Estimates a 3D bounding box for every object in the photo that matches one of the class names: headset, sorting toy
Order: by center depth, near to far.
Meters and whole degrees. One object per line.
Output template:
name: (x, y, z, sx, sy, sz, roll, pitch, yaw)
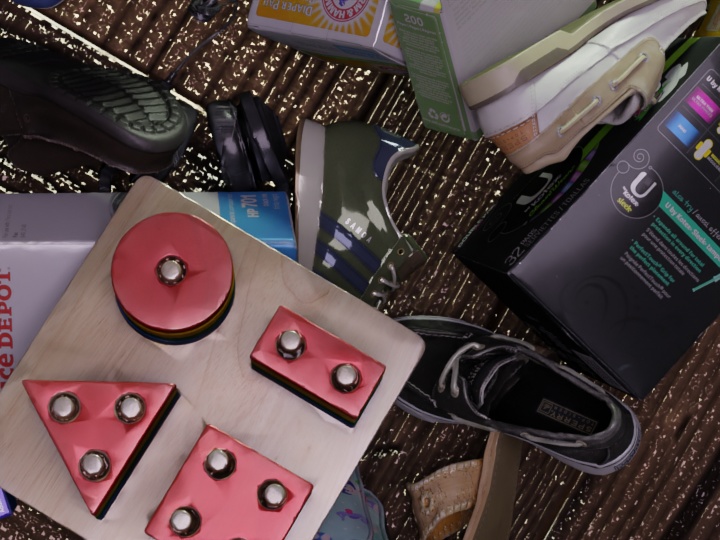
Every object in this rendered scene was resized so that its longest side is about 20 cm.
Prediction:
sorting toy: (-0.094, 0.072, 1.071, 0.199, 0.070, 0.200, 31, 79, 3)
headset: (-0.104, -0.082, 1.207, 0.123, 0.094, 0.200, 4, 103, -7)

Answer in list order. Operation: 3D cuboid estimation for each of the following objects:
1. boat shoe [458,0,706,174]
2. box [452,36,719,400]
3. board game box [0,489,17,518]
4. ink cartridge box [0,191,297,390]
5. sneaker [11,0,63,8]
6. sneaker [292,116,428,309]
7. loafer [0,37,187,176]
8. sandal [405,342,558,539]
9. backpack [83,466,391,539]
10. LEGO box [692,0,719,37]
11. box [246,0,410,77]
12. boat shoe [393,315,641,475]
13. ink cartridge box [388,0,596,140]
boat shoe: (0.145, -0.121, 1.147, 0.200, 0.075, 0.068, -31, 95, -32)
box: (0.183, -0.038, 1.213, 0.124, 0.149, 0.200, 43, 86, -12)
board game box: (-0.342, 0.119, 1.211, 0.200, 0.045, 0.152, -21, 95, -5)
ink cartridge box: (-0.143, 0.030, 1.188, 0.200, 0.086, 0.147, 0, 117, -6)
sneaker: (-0.232, -0.262, 1.173, 0.081, 0.115, 0.200, -29, 95, -6)
sneaker: (0.000, 0.000, 1.233, 0.090, 0.067, 0.200, 1, 86, -4)
loafer: (-0.182, -0.092, 1.174, 0.073, 0.200, 0.071, -13, 118, -43)
sandal: (0.067, 0.145, 1.263, 0.070, 0.078, 0.212, 17, 82, 24)
backpack: (-0.077, 0.195, 1.175, 0.200, 0.178, 0.151, -5, 112, -3)
LEGO box: (0.301, -0.207, 1.223, 0.077, 0.149, 0.200, 26, 89, -8)
box: (0.023, -0.228, 1.190, 0.101, 0.112, 0.200, 15, 92, -52)
boat shoe: (0.084, 0.069, 1.208, 0.200, 0.064, 0.071, 18, 77, 27)
ink cartridge box: (0.075, -0.198, 1.129, 0.146, 0.048, 0.200, -48, 139, -29)
